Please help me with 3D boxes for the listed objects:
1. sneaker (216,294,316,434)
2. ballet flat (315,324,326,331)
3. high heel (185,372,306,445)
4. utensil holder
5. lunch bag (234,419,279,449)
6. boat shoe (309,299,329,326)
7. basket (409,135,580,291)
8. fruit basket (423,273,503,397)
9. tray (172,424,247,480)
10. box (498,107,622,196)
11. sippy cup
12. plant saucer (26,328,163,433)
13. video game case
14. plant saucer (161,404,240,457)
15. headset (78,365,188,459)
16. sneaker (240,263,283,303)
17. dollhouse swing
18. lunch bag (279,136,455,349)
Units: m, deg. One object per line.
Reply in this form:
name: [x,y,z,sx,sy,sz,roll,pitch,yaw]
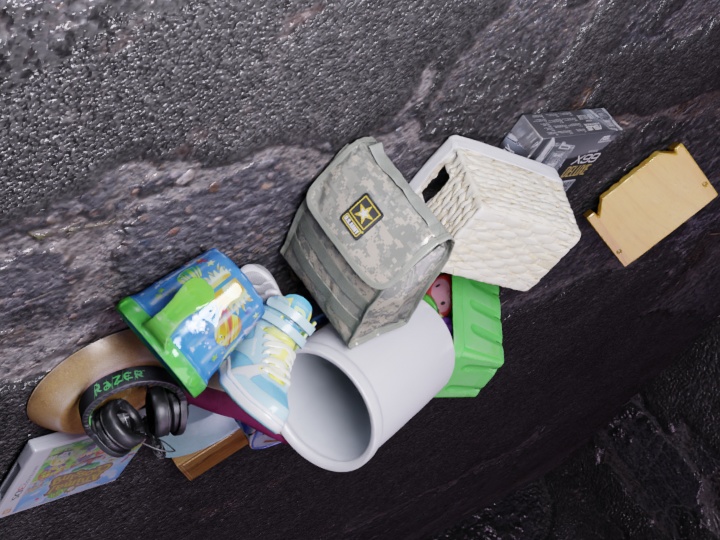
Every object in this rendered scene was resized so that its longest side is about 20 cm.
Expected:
sneaker: [-0.097,0.094,1.260,0.131,0.200,0.080,-46,120,2]
ballet flat: [-0.073,0.094,1.578,0.200,0.046,0.067,-4,142,-52]
high heel: [-0.160,0.179,1.447,0.067,0.200,0.096,-47,175,-49]
utensil holder: [0.004,0.133,1.410,0.200,0.170,0.170,-34,164,-48]
lunch bag: [-0.097,0.171,1.562,0.160,0.076,0.200,-16,151,-28]
boat shoe: [0.000,0.000,1.475,0.200,0.069,0.084,-35,172,-17]
basket: [0.170,-0.068,1.423,0.199,0.124,0.136,12,133,-36]
fruit basket: [0.088,0.074,1.562,0.215,0.216,0.156,-17,152,-38]
tray: [-0.199,0.253,1.733,0.200,0.037,0.099,-31,158,-9]
box: [0.258,-0.153,1.554,0.200,0.050,0.158,-11,148,-45]
sippy cup: [-0.182,0.050,1.236,0.130,0.178,0.140,-42,119,-12]
plant saucer: [-0.308,0.145,1.353,0.200,0.035,0.200,-30,158,-13]
video game case: [-0.384,0.258,1.484,0.200,0.022,0.182,-12,150,-46]
plant saucer: [-0.214,0.196,1.591,0.201,0.039,0.201,-31,158,-14]
headset: [-0.270,0.170,1.339,0.123,0.094,0.200,-20,144,-7]
sneaker: [-0.128,0.055,1.404,0.074,0.082,0.200,-10,138,0]
dollhouse swing: [0.493,-0.136,1.953,0.200,0.176,0.182,-39,117,10]
lunch bag: [0.010,-0.035,1.277,0.117,0.164,0.200,-21,154,-36]
